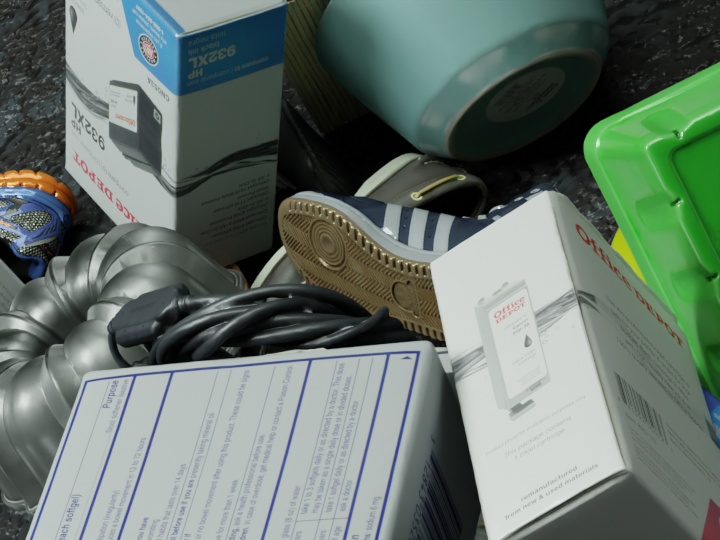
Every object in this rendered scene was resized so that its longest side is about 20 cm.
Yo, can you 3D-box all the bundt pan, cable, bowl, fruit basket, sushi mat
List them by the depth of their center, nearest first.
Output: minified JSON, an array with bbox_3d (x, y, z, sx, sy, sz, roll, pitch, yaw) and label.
[{"bbox_3d":[-0.039,0.051,1.366,0.200,0.163,0.051,-17,55,57],"label":"cable"},{"bbox_3d":[0.213,-0.011,1.427,0.155,0.216,0.216,-26,38,0],"label":"fruit basket"},{"bbox_3d":[-0.164,0.048,1.536,0.201,0.076,0.202,-32,26,18],"label":"bundt pan"},{"bbox_3d":[0.081,-0.145,1.639,0.200,0.201,0.105,-28,68,-1],"label":"bowl"},{"bbox_3d":[-0.007,-0.150,1.681,0.095,0.200,0.012,-27,68,2],"label":"sushi mat"}]

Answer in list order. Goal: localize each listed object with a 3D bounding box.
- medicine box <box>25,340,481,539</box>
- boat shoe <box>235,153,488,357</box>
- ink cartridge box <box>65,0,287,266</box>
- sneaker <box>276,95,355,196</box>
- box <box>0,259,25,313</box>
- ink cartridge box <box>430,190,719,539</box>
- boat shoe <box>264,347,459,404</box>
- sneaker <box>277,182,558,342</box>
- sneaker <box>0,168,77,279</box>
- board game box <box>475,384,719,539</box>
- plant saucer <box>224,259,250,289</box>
[{"bbox_3d":[-0.056,0.140,1.253,0.199,0.103,0.183,-6,40,19],"label":"medicine box"},{"bbox_3d":[0.000,0.000,1.594,0.060,0.072,0.201,15,52,45],"label":"boat shoe"},{"bbox_3d":[-0.122,-0.116,1.627,0.083,0.201,0.145,-22,47,-28],"label":"ink cartridge box"},{"bbox_3d":[-0.072,-0.079,1.736,0.088,0.074,0.200,-44,38,1],"label":"sneaker"},{"bbox_3d":[-0.317,0.070,1.636,0.152,0.106,0.200,15,62,49],"label":"box"},{"bbox_3d":[0.119,0.081,1.281,0.083,0.146,0.201,-31,40,19],"label":"ink cartridge box"},{"bbox_3d":[-0.010,0.067,1.506,0.199,0.072,0.066,-14,54,7],"label":"boat shoe"},{"bbox_3d":[0.050,-0.016,1.524,0.199,0.070,0.108,22,41,38],"label":"sneaker"},{"bbox_3d":[-0.296,-0.012,1.779,0.199,0.075,0.079,-16,43,16],"label":"sneaker"},{"bbox_3d":[0.114,0.132,1.384,0.199,0.041,0.200,-43,40,-5],"label":"board game box"},{"bbox_3d":[-0.158,0.060,1.650,0.199,0.032,0.201,-16,39,14],"label":"plant saucer"}]
